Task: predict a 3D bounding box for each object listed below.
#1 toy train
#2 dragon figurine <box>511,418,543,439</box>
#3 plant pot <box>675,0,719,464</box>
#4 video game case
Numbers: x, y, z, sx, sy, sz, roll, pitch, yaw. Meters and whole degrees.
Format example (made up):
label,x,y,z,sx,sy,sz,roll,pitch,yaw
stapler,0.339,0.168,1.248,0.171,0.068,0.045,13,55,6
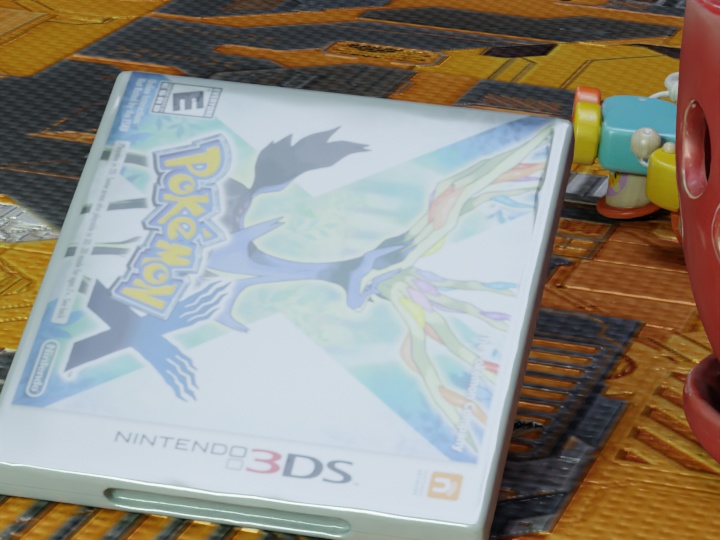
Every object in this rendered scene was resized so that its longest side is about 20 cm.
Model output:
label,x,y,z,sx,sy,sz,roll,pitch,yaw
toy train,0.188,-0.040,1.428,0.150,0.056,0.200,-7,23,-35
dragon figurine,0.000,0.000,1.163,0.059,0.100,0.200,-5,19,-26
plant pot,0.212,-0.011,1.101,0.199,0.183,0.201,3,17,-1
video game case,-0.026,0.010,1.089,0.181,0.022,0.201,7,48,10
